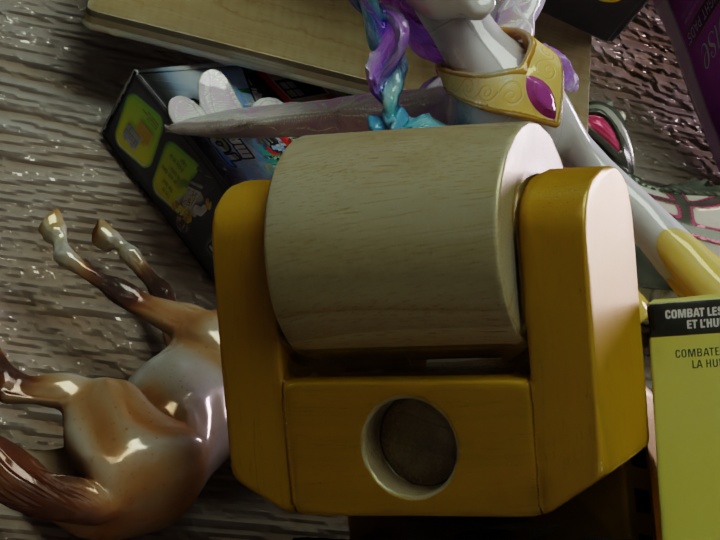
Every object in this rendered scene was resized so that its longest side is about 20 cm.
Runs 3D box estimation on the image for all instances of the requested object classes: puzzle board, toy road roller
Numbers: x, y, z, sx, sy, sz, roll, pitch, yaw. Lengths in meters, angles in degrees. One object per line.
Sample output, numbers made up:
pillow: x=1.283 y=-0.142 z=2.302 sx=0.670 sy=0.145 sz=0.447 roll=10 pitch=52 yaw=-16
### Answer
puzzle board: x=-0.004 y=-0.115 z=1.205 sx=0.199 sy=0.017 sz=0.151 roll=14 pitch=37 yaw=-4
toy road roller: x=0.040 y=0.048 z=0.965 sx=0.122 sy=0.201 sz=0.146 roll=-2 pitch=11 yaw=23

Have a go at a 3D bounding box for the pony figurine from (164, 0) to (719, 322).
pony figurine: x=0.041 y=-0.056 z=1.057 sx=0.166 sy=0.193 sz=0.201 roll=-35 pitch=99 yaw=-15

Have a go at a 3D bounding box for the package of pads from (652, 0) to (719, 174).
package of pads: x=0.179 y=-0.147 z=1.345 sx=0.075 sy=0.121 sz=0.201 roll=-8 pitch=64 yaw=-19

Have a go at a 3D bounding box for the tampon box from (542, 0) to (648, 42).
tampon box: x=0.077 y=-0.224 z=1.197 sx=0.149 sy=0.126 sz=0.201 roll=23 pitch=53 yaw=-14

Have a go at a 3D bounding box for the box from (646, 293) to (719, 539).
box: x=0.123 y=0.107 z=0.947 sx=0.050 sy=0.202 sz=0.075 roll=-3 pitch=-2 yaw=11

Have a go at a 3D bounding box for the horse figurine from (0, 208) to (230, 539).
horse figurine: x=-0.077 y=0.039 z=0.998 sx=0.132 sy=0.050 sz=0.200 roll=36 pitch=34 yaw=15

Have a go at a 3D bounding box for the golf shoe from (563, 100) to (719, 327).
golf shoe: x=0.113 y=-0.002 z=1.209 sx=0.199 sy=0.077 sz=0.088 roll=33 pitch=51 yaw=8

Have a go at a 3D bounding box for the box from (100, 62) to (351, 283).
box: x=0.000 y=0.000 z=1.129 sx=0.110 sy=0.035 sz=0.200 roll=-9 pitch=51 yaw=-45
